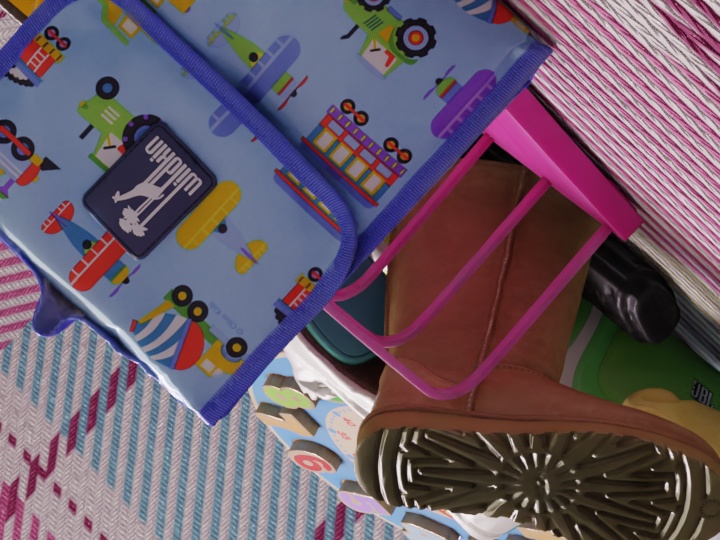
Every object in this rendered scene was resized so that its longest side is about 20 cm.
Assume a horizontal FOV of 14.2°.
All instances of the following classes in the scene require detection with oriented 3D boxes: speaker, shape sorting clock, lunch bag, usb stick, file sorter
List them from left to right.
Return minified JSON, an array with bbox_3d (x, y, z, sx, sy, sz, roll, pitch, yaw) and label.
[{"bbox_3d":[-0.054,-0.053,1.066,0.151,0.200,0.094,42,177,1],"label":"lunch bag"},{"bbox_3d":[-0.005,-0.056,1.275,0.200,0.125,0.139,41,179,46],"label":"file sorter"},{"bbox_3d":[0.029,0.101,1.495,0.200,0.039,0.200,22,153,12],"label":"shape sorting clock"},{"bbox_3d":[0.087,-0.030,1.468,0.200,0.033,0.055,42,170,39],"label":"usb stick"},{"bbox_3d":[0.153,0.076,1.528,0.200,0.088,0.088,38,-179,-24],"label":"speaker"}]

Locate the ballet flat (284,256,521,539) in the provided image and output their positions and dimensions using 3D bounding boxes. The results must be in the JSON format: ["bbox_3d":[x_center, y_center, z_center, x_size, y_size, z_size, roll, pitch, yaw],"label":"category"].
[{"bbox_3d":[0.008,0.054,1.376,0.200,0.069,0.069,44,179,16],"label":"ballet flat"}]

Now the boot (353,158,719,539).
[{"bbox_3d":[0.090,0.030,1.324,0.175,0.066,0.200,12,-141,3],"label":"boot"}]

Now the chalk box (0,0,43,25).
[{"bbox_3d":[-0.210,-0.240,1.554,0.124,0.124,0.200,42,180,-38],"label":"chalk box"}]

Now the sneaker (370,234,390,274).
[{"bbox_3d":[0.000,0.000,1.454,0.200,0.085,0.077,31,-142,15],"label":"sneaker"}]

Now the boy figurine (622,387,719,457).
[{"bbox_3d":[0.169,0.102,1.402,0.124,0.064,0.200,41,-160,32],"label":"boy figurine"}]

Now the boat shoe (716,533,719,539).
[{"bbox_3d":[0.203,0.094,1.268,0.074,0.065,0.200,50,160,16],"label":"boat shoe"}]
